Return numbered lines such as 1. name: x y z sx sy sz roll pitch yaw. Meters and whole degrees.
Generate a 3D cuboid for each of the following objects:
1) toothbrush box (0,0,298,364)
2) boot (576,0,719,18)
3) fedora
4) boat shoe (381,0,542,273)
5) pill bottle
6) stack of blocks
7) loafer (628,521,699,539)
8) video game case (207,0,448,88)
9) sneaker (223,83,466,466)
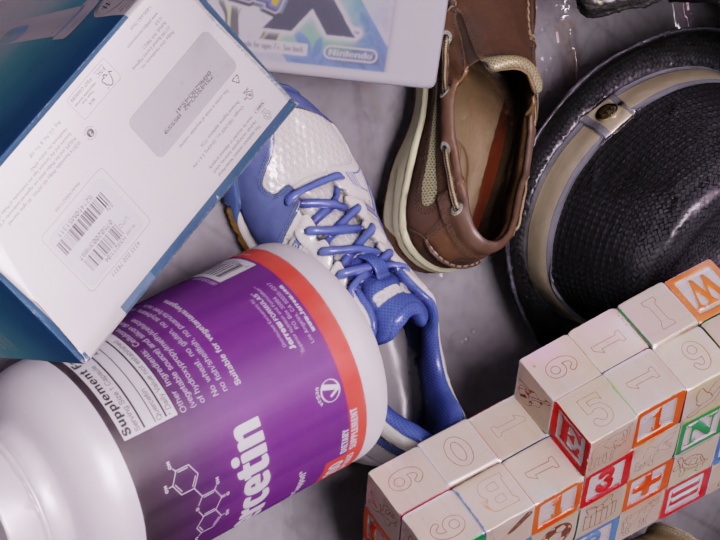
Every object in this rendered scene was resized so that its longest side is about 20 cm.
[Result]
1. toothbrush box: -0.142 -0.043 1.079 0.085 0.200 0.147 48 66 -24
2. boot: 0.184 -0.134 1.264 0.157 0.079 0.212 -11 89 -12
3. fedora: 0.174 -0.025 1.316 0.200 0.092 0.202 -12 114 -28
4. boat shoe: 0.066 -0.099 1.279 0.074 0.075 0.204 12 80 -32
5. pill bottle: -0.092 0.073 1.162 0.199 0.112 0.113 -27 104 -29
6. stack of blocks: 0.100 0.089 1.230 0.199 0.059 0.115 -26 148 -20
7. loafer: 0.209 0.187 1.379 0.200 0.076 0.068 44 67 -35
8. video game case: -0.048 -0.184 1.184 0.199 0.022 0.183 5 103 -15
9. sneaker: 0.000 0.000 1.236 0.075 0.088 0.201 -30 104 -27
